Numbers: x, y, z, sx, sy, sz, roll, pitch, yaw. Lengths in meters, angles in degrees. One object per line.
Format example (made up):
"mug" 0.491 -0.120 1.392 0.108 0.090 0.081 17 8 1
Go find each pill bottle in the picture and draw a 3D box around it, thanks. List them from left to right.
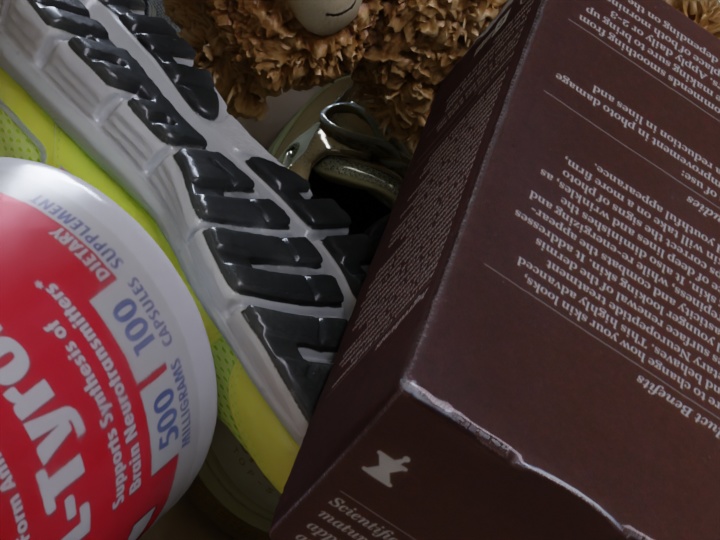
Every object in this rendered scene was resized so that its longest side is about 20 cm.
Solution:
"pill bottle" -0.130 0.059 0.676 0.112 0.112 0.200 48 40 1

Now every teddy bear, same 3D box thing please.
"teddy bear" 0.039 -0.091 0.858 0.199 0.145 0.067 19 18 -25

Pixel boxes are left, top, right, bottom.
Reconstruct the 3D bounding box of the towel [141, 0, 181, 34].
"towel" -0.127 -0.133 0.907 0.192 0.035 0.201 21 48 -24

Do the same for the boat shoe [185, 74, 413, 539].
"boat shoe" -0.002 -0.001 0.877 0.073 0.063 0.201 37 41 -11

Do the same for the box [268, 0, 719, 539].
"box" 0.057 0.011 0.739 0.100 0.075 0.200 34 39 -10

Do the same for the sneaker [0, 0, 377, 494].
"sneaker" -0.056 0.005 0.791 0.078 0.090 0.200 9 35 -50

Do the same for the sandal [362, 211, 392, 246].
"sandal" 0.079 0.052 0.817 0.201 0.048 0.075 48 55 3
